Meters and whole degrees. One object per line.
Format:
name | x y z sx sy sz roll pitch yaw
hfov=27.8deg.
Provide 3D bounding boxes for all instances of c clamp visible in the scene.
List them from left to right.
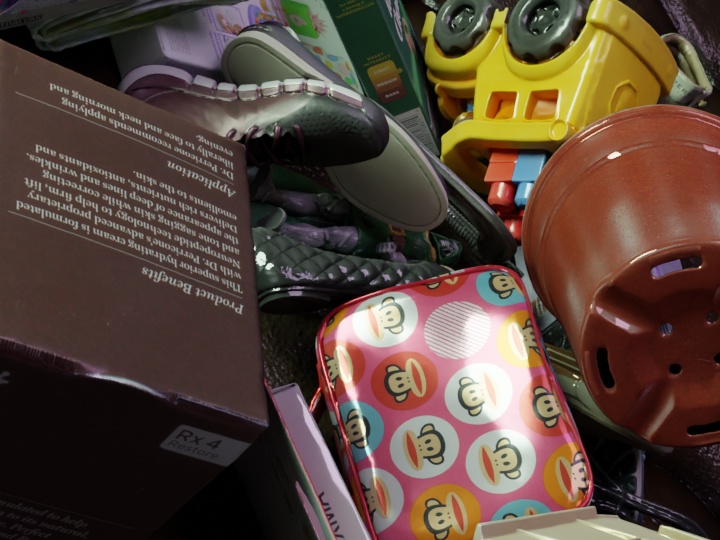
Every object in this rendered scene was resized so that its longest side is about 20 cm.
c clamp | 0.059 -0.058 1.145 0.200 0.027 0.171 45 -5 -1

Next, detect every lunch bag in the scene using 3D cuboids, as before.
lunch bag | 0.048 0.105 0.951 0.082 0.175 0.201 76 -1 -59

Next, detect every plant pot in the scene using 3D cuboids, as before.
plant pot | 0.217 0.011 1.009 0.200 0.201 0.196 37 20 -13

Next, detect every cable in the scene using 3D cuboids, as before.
cable | 0.161 0.157 1.038 0.199 0.050 0.098 19 80 -17

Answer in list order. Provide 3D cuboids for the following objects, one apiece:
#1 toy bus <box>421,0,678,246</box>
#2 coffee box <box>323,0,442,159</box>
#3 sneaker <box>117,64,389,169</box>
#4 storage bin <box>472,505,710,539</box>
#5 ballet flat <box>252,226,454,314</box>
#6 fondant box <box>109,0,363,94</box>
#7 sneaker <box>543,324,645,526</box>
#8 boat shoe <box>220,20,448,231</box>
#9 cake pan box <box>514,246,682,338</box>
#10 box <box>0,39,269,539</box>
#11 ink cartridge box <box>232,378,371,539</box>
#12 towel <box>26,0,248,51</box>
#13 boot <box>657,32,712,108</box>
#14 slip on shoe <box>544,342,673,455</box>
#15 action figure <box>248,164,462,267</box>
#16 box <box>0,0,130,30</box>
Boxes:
toy bus | 0.130 -0.116 1.171 0.135 0.199 0.193 32 72 -44
coffee box | 0.016 -0.191 1.186 0.124 0.044 0.201 -95 163 -46
sneaker | -0.085 -0.072 0.993 0.198 0.076 0.116 7 51 13
storage bin | 0.119 0.244 0.807 0.093 0.202 0.198 15 3 31
ballet flat | 0.000 0.000 1.019 0.199 0.066 0.057 4 67 -46
fondant box | -0.102 -0.184 1.136 0.199 0.058 0.145 8 51 -41
sneaker | 0.198 0.133 1.132 0.086 0.077 0.201 29 41 -35
boat shoe | -0.009 -0.111 1.062 0.200 0.073 0.063 39 35 -5
cake pan box | 0.216 0.004 1.294 0.183 0.052 0.201 24 42 -32
box | -0.165 0.022 0.783 0.165 0.164 0.201 22 43 -31
ink cartridge box | -0.014 0.155 0.814 0.043 0.174 0.201 -19 67 -18
towel | -0.174 -0.259 1.057 0.170 0.048 0.201 -15 61 -5
boot | 0.225 -0.107 1.233 0.072 0.155 0.201 36 36 -13
slip on shoe | 0.134 0.091 1.063 0.199 0.061 0.076 26 14 4
action figure | 0.002 -0.029 1.102 0.199 0.055 0.119 14 49 -41
box | -0.239 -0.236 0.930 0.199 0.115 0.133 -18 66 -22
